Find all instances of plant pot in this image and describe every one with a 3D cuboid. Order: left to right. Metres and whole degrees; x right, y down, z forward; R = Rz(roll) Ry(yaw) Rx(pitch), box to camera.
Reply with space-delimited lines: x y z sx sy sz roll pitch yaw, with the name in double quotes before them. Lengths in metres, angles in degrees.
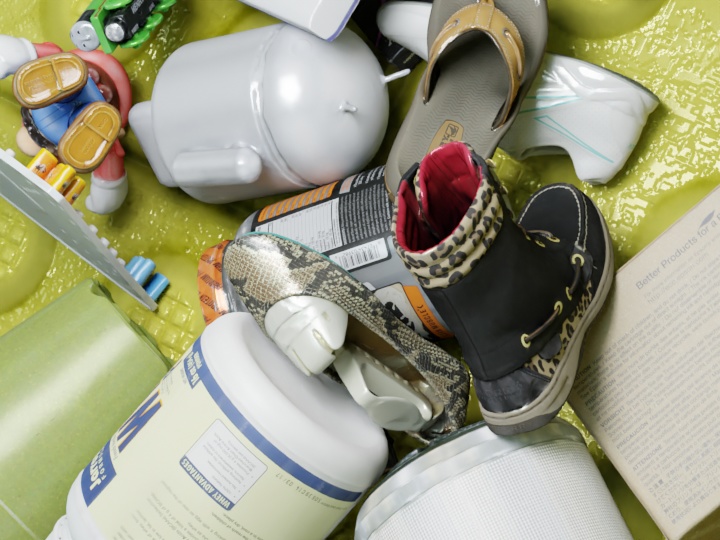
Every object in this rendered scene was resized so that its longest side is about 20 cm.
"plant pot" -0.212 0.111 1.726 0.190 0.200 0.200 -42 65 -2

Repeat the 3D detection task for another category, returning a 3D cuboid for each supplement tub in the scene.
"supplement tub" -0.094 0.142 1.598 0.200 0.145 0.145 -48 64 14
"supplement tub" 0.000 0.000 1.675 0.199 0.122 0.123 -19 72 20

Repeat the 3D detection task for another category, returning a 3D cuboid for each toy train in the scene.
"toy train" -0.152 -0.204 1.768 0.056 0.200 0.042 -11 116 22

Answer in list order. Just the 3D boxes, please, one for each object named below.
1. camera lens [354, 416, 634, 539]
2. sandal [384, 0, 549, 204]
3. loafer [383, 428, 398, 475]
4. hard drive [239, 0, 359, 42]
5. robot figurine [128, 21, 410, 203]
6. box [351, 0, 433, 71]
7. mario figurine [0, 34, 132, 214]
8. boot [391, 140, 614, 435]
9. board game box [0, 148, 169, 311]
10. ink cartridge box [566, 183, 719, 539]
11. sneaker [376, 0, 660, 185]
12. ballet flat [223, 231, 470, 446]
"camera lens" 0.098 0.201 1.564 0.159 0.160 0.201 -32 67 15
"sandal" 0.067 -0.126 1.601 0.081 0.055 0.201 21 66 8
"loafer" -0.063 0.159 1.699 0.200 0.073 0.072 -42 70 12
"hard drive" -0.035 -0.233 1.696 0.133 0.025 0.200 -59 30 1
"robot figurine" -0.062 -0.108 1.719 0.199 0.113 0.170 -7 33 38
"box" 0.020 -0.256 1.770 0.143 0.036 0.200 -44 67 10
"mario figurine" -0.212 -0.100 1.760 0.105 0.200 0.125 0 93 -4
"boot" 0.087 -0.018 1.540 0.073 0.151 0.201 -10 40 31
"board game box" -0.236 -0.068 1.758 0.200 0.200 0.026 36 81 26
"ink cartridge box" 0.233 0.053 1.583 0.200 0.075 0.165 -41 64 12
"sneaker" 0.094 -0.121 1.676 0.199 0.070 0.081 25 99 14
"ballet flat" -0.004 0.050 1.585 0.068 0.200 0.076 -36 33 30
